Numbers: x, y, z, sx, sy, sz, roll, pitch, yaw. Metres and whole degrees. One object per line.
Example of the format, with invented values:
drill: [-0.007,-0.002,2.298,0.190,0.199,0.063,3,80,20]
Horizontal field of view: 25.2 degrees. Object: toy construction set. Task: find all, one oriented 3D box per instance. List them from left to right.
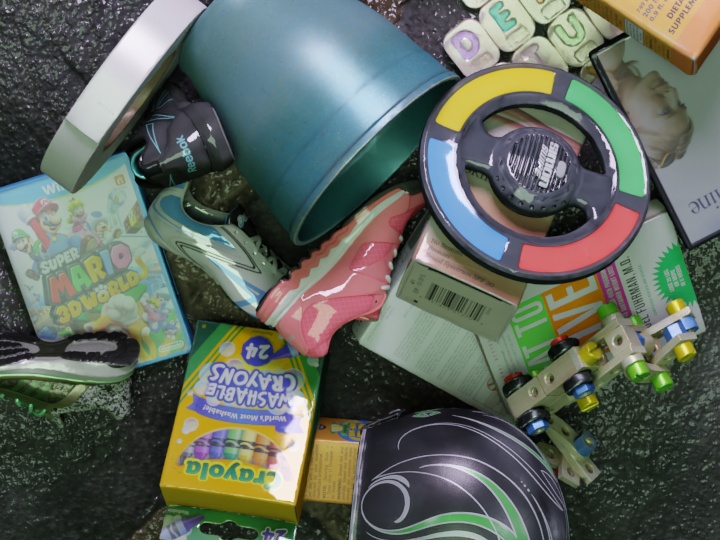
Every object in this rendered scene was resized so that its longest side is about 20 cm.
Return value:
toy construction set: [0.206,0.104,1.434,0.092,0.131,0.200,52,124,33]

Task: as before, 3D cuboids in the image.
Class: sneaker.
sneaker: [-0.302,0.111,1.508,0.199,0.077,0.089,0,113,7]
sneaker: [-0.171,-0.115,1.394,0.079,0.200,0.076,-27,105,-12]
sneaker: [-0.105,-0.011,1.480,0.200,0.072,0.073,35,110,-6]
sneaker: [0.000,0.000,1.454,0.200,0.074,0.087,-42,92,-14]

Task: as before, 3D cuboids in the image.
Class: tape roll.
tape roll: [-0.203,-0.155,1.386,0.037,0.203,0.203,37,103,-5]

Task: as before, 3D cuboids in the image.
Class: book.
book: [0.202,0.035,1.466,0.199,0.048,0.134,-24,115,0]

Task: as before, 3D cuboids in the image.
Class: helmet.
helmet: [0.087,0.221,1.399,0.189,0.200,0.201,5,104,3]

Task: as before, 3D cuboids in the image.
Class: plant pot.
plant pot: [-0.049,-0.158,1.387,0.188,0.200,0.200,46,102,7]

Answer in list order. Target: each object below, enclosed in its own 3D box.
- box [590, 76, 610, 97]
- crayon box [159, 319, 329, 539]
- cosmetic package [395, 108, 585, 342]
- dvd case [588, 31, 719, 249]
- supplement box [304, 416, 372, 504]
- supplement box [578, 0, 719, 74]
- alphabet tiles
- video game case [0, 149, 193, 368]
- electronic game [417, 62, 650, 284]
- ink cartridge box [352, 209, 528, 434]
box: [0.313,-0.181,1.414,0.200,0.060,0.117,-40,104,11]
crayon box: [-0.105,0.150,1.465,0.125,0.052,0.201,7,62,5]
cosmetic package: [0.116,-0.055,1.393,0.103,0.087,0.201,23,64,1]
dvd case: [0.302,-0.134,1.387,0.142,0.018,0.201,-28,106,8]
supplement box: [0.023,0.183,1.522,0.199,0.067,0.069,2,104,2]
supplement box: [0.209,-0.245,1.324,0.200,0.069,0.067,35,93,13]
alphabet tiles: [0.177,-0.228,1.440,0.200,0.015,0.196,-37,98,11]
video game case: [-0.253,0.001,1.520,0.142,0.018,0.201,-16,102,8]
electronic game: [0.145,-0.083,1.339,0.199,0.042,0.201,4,66,-9]
ink cartridge box: [0.117,0.040,1.502,0.199,0.047,0.161,29,103,-18]
